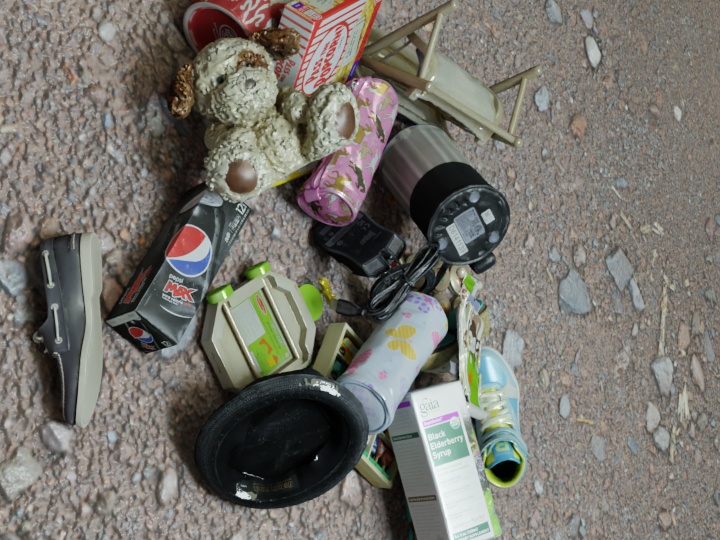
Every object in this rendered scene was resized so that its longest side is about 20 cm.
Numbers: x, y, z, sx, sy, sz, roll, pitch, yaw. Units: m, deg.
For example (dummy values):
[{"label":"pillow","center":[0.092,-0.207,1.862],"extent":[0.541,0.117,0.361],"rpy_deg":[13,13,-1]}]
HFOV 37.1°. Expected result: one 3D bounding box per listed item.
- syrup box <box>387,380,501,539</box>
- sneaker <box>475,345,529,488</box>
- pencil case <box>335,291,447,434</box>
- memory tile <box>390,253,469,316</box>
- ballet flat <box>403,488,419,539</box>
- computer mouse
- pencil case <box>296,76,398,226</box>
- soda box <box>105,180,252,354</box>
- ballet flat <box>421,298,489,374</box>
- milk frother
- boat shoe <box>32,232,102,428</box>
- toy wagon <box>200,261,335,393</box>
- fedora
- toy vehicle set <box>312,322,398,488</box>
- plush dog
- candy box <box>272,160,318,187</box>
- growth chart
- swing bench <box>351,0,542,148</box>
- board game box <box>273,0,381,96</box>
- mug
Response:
[{"label":"syrup box","center":[0.101,0.247,1.354],"extent":[0.078,0.081,0.202],"rpy_deg":[-11,84,-31]},{"label":"sneaker","center":[0.192,0.209,1.503],"extent":[0.131,0.079,0.202],"rpy_deg":[-39,115,-83]},{"label":"pencil case","center":[0.037,0.112,1.324],"extent":[0.083,0.091,0.200],"rpy_deg":[32,45,6]},{"label":"memory tile","center":[0.097,0.053,1.530],"extent":[0.199,0.017,0.155],"rpy_deg":[10,73,-44]},{"label":"ballet flat","center":[0.088,0.336,1.406],"extent":[0.071,0.069,0.202],"rpy_deg":[0,72,-2]},{"label":"computer mouse","center":[0.000,0.000,1.348],"extent":[0.141,0.199,0.046],"rpy_deg":[-49,137,-20]},{"label":"pencil case","center":[-0.014,-0.154,1.385],"extent":[0.086,0.083,0.201],"rpy_deg":[25,63,-12]},{"label":"soda box","center":[-0.200,-0.008,1.202],"extent":[0.063,0.071,0.201],"rpy_deg":[42,53,-25]},{"label":"ballet flat","center":[0.117,0.105,1.485],"extent":[0.200,0.070,0.071],"rpy_deg":[-31,102,-44]},{"label":"milk frother","center":[0.075,-0.066,1.450],"extent":[0.199,0.188,0.182],"rpy_deg":[-18,126,-11]},{"label":"boat shoe","center":[-0.302,0.061,1.107],"extent":[0.062,0.073,0.202],"rpy_deg":[0,84,-2]},{"label":"toy wagon","center":[-0.105,0.069,1.305],"extent":[0.200,0.039,0.156],"rpy_deg":[-35,106,-45]},{"label":"fedora","center":[-0.092,0.174,1.214],"extent":[0.200,0.200,0.092],"rpy_deg":[42,17,-30]},{"label":"toy vehicle set","center":[0.001,0.174,1.365],"extent":[0.200,0.026,0.125],"rpy_deg":[51,47,-40]},{"label":"plush dog","center":[-0.126,-0.186,1.233],"extent":[0.199,0.160,0.173],"rpy_deg":[-31,101,-18]},{"label":"candy box","center":[-0.086,-0.173,1.392],"extent":[0.199,0.026,0.103],"rpy_deg":[-26,102,-46]},{"label":"growth chart","center":[0.148,0.101,1.428],"extent":[0.145,0.018,0.202],"rpy_deg":[12,76,-72]},{"label":"swing bench","center":[0.109,-0.264,1.503],"extent":[0.198,0.199,0.131],"rpy_deg":[25,78,-38]},{"label":"board game box","center":[-0.050,-0.285,1.354],"extent":[0.046,0.152,0.200],"rpy_deg":[32,39,11]},{"label":"mug","center":[-0.108,-0.326,1.336],"extent":[0.178,0.133,0.200],"rpy_deg":[51,53,-22]}]
